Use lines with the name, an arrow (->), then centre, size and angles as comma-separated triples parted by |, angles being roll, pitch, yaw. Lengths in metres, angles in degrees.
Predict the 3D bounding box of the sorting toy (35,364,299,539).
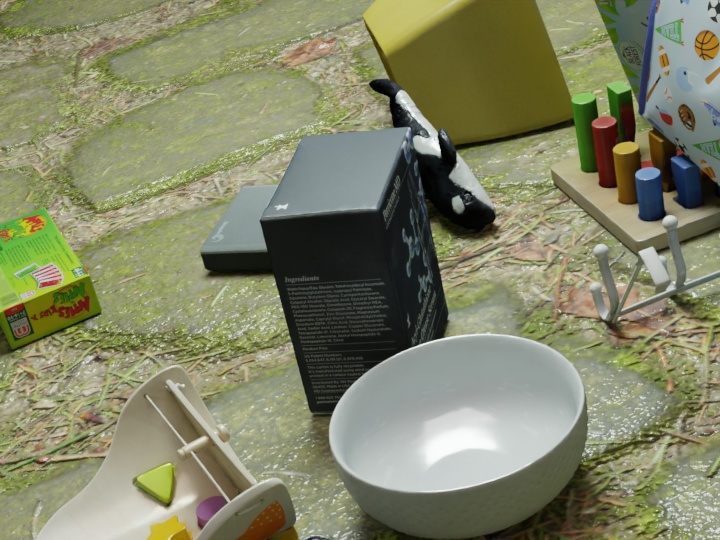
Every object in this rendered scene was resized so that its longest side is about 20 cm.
sorting toy -> -0.159, 0.195, 1.102 | 0.179, 0.108, 0.200 | -31, 34, -15

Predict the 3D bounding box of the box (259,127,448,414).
box -> 0.000, 0.000, 1.249 | 0.106, 0.202, 0.149 | -4, 31, 17

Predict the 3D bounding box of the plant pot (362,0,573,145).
plant pot -> 0.114, -0.257, 1.662 | 0.175, 0.201, 0.201 | -26, 30, 1

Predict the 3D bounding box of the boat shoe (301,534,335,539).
boat shoe -> -0.015, 0.240, 0.988 | 0.074, 0.062, 0.201 | -17, 29, -2

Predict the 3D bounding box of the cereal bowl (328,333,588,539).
cereal bowl -> 0.079, 0.137, 1.101 | 0.197, 0.084, 0.201 | -10, 30, 6

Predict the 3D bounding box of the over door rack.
over door rack -> 0.278, -0.021, 1.203 | 0.146, 0.067, 0.200 | -22, -9, -7

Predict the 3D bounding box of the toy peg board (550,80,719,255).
toy peg board -> 0.314, -0.128, 1.436 | 0.198, 0.099, 0.199 | -20, 30, -10

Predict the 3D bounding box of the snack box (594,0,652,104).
snack box -> 0.342, -0.248, 1.525 | 0.141, 0.200, 0.053 | 9, 63, 33

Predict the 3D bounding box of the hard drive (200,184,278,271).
hard drive -> -0.056, -0.049, 1.525 | 0.197, 0.033, 0.140 | -2, 32, 20

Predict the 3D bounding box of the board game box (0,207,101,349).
board game box -> -0.358, 0.005, 1.548 | 0.101, 0.048, 0.200 | -23, 31, -16

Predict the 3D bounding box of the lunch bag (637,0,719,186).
lunch bag -> 0.349, -0.193, 1.304 | 0.123, 0.201, 0.170 | -28, 50, -17

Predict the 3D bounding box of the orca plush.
orca plush -> 0.059, -0.113, 1.494 | 0.071, 0.201, 0.105 | -32, -12, -5
